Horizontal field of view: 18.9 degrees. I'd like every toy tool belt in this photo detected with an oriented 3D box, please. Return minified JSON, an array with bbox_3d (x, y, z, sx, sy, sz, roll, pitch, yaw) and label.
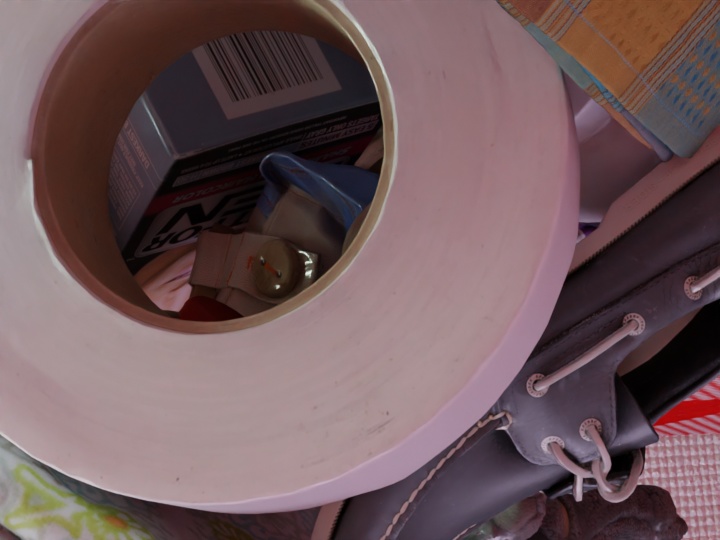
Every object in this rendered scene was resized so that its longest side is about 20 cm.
[{"bbox_3d":[0.000,0.000,0.752,0.125,0.123,0.200,37,-167,23],"label":"toy tool belt"}]

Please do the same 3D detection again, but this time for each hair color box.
[{"bbox_3d":[-0.072,-0.027,0.830,0.099,0.061,0.200,-18,161,-31],"label":"hair color box"}]

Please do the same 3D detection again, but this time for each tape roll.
[{"bbox_3d":[-0.037,-0.031,0.632,0.201,0.204,0.071,-7,171,9],"label":"tape roll"}]

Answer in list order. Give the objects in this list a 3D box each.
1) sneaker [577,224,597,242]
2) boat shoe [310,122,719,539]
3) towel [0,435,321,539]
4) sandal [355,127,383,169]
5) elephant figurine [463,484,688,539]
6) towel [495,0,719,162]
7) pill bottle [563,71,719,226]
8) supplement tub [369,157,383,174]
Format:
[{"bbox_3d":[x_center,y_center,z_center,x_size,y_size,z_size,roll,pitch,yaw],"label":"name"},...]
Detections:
[{"bbox_3d":[0.071,-0.003,0.881,0.199,0.081,0.083,-13,-174,7],"label":"sneaker"},{"bbox_3d":[0.070,0.038,0.673,0.200,0.062,0.073,-42,153,-4],"label":"boat shoe"},{"bbox_3d":[-0.063,0.081,0.713,0.200,0.048,0.171,35,-167,6],"label":"towel"},{"bbox_3d":[-0.018,-0.071,0.890,0.070,0.078,0.211,37,141,-26],"label":"sandal"},{"bbox_3d":[0.040,0.125,0.951,0.154,0.142,0.200,16,165,22],"label":"elephant figurine"},{"bbox_3d":[0.104,-0.105,0.568,0.147,0.022,0.200,-49,158,7],"label":"towel"},{"bbox_3d":[0.105,-0.068,0.756,0.112,0.113,0.200,-11,169,34],"label":"pill bottle"},{"bbox_3d":[0.053,-0.001,1.000,0.199,0.146,0.145,-11,170,9],"label":"supplement tub"}]
